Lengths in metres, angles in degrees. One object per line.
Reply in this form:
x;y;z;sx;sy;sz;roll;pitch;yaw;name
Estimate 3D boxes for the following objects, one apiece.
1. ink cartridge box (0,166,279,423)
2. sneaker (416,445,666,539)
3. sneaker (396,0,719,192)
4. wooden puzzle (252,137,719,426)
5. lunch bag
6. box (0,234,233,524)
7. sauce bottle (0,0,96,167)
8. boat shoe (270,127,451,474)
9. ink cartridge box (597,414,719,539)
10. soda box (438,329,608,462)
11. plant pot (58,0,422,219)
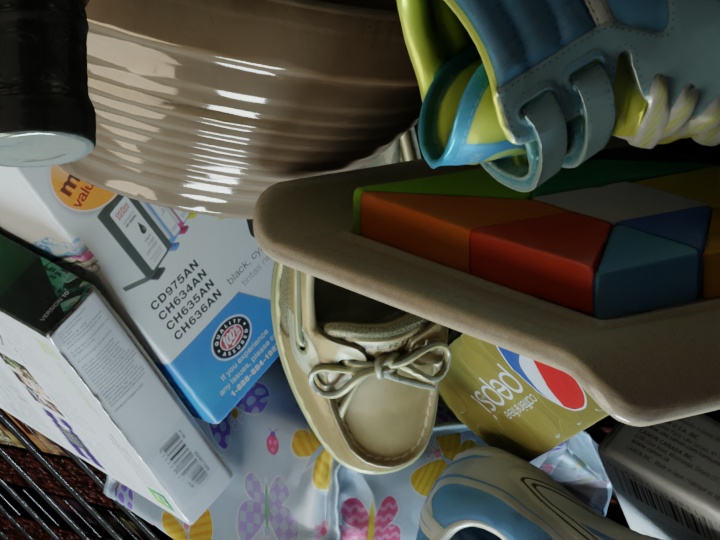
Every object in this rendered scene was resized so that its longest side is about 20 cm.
-0.108;-0.062;1.179;0.144;0.147;0.200;21;153;49;ink cartridge box
0.117;0.146;1.144;0.199;0.073;0.072;23;157;15;sneaker
0.092;-0.052;0.804;0.200;0.131;0.080;43;162;-7;sneaker
0.090;-0.010;0.865;0.200;0.185;0.037;27;120;50;wooden puzzle
0.005;0.096;1.274;0.169;0.200;0.128;28;113;42;lunch bag
-0.159;0.030;1.205;0.200;0.036;0.144;24;155;42;box
-0.109;-0.133;0.828;0.064;0.201;0.065;-3;168;-1;sauce bottle
0.002;-0.001;1.091;0.063;0.073;0.201;-126;32;-67;boat shoe
0.212;0.154;1.169;0.200;0.044;0.174;29;159;35;ink cartridge box
0.087;0.027;1.106;0.068;0.064;0.200;42;163;0;soda box
-0.057;-0.077;0.948;0.200;0.093;0.201;12;-164;-3;plant pot
